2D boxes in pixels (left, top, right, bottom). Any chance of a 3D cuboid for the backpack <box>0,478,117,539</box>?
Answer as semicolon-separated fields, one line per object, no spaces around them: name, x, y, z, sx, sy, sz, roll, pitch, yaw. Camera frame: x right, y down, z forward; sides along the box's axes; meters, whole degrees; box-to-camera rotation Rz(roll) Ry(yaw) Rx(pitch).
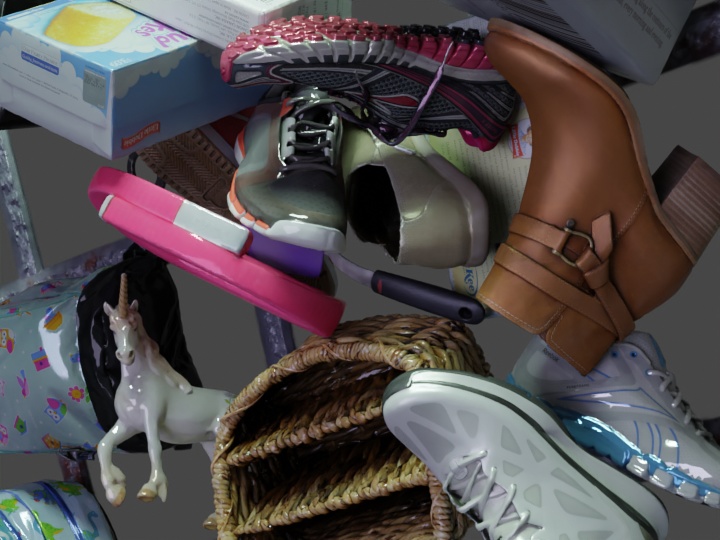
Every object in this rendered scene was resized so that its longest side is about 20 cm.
backpack;-0.249;0.269;1.375;0.163;0.153;0.202;-21;69;58

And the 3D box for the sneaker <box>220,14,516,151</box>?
sneaker;0.009;-0.117;1.075;0.081;0.198;0.075;-133;49;-67

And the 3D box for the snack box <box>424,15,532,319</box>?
snack box;0.103;-0.073;1.145;0.116;0.037;0.202;-11;88;37

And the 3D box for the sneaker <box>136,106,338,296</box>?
sneaker;-0.077;-0.067;1.267;0.071;0.113;0.200;-33;105;30

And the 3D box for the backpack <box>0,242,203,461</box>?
backpack;-0.231;0.072;1.345;0.199;0.126;0.168;-8;93;39

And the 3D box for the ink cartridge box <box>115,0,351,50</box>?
ink cartridge box;-0.082;-0.221;1.196;0.199;0.176;0.045;27;131;31

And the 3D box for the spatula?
spatula;0.000;0.000;1.179;0.199;0.021;0.057;23;126;29

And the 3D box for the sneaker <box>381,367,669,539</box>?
sneaker;0.091;0.145;1.017;0.200;0.116;0.076;31;133;-5

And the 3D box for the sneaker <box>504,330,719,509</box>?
sneaker;0.183;0.087;1.087;0.199;0.075;0.087;25;91;25

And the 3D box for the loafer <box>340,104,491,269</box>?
loafer;0.015;-0.060;1.156;0.200;0.068;0.076;38;131;53

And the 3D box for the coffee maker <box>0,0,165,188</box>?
coffee maker;-0.223;-0.147;1.268;0.134;0.199;0.194;-16;85;40

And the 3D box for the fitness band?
fitness band;-0.100;-0.010;1.158;0.199;0.144;0.038;26;82;24

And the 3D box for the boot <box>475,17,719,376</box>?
boot;0.119;-0.045;1.060;0.200;0.077;0.156;39;95;-14

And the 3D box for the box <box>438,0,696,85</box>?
box;0.102;-0.245;1.012;0.199;0.199;0.172;28;92;31

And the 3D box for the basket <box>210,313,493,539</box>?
basket;-0.013;0.122;1.159;0.199;0.149;0.144;-20;102;36

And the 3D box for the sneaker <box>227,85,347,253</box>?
sneaker;-0.045;-0.081;1.134;0.200;0.076;0.082;-114;41;-60

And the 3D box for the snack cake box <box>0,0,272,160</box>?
snack cake box;-0.141;-0.152;1.188;0.114;0.199;0.068;24;124;31

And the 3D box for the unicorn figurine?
unicorn figurine;-0.138;0.107;1.247;0.073;0.200;0.139;-13;62;35
